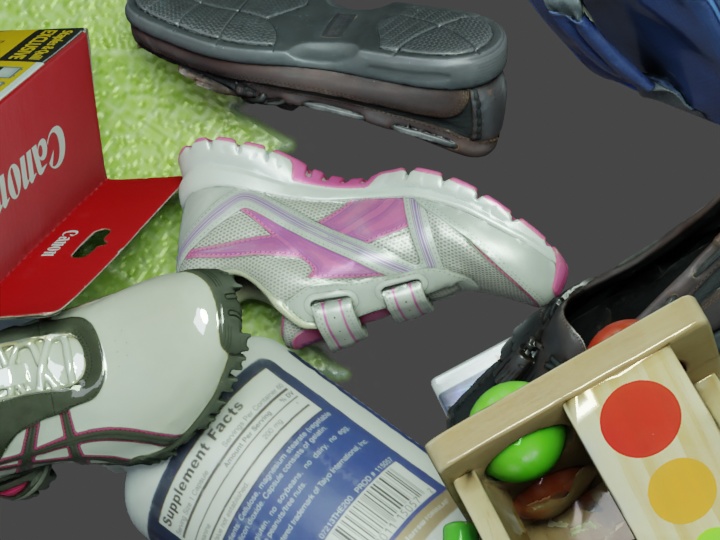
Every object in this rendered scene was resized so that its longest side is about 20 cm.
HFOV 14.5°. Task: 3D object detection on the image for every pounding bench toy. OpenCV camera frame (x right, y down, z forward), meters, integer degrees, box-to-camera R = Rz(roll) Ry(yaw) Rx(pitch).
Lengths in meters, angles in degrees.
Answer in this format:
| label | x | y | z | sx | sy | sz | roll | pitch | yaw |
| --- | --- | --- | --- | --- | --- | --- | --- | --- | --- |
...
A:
| label | x | y | z | sx | sy | sz | roll | pitch | yaw |
| --- | --- | --- | --- | --- | --- | --- | --- | --- | --- |
| pounding bench toy | 0.086 | 0.128 | 1.166 | 0.199 | 0.124 | 0.157 | -29 | 65 | 0 |

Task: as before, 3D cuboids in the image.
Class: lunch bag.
| label | x | y | z | sx | sy | sz | roll | pitch | yaw |
| --- | --- | --- | --- | --- | --- | --- | --- | --- | --- |
| lunch bag | 0.144 | -0.150 | 1.277 | 0.135 | 0.200 | 0.133 | 21 | 78 | 35 |

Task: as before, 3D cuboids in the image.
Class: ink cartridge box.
| label | x | y | z | sx | sy | sz | roll | pitch | yaw |
| --- | --- | --- | --- | --- | --- | --- | --- | --- | --- |
| ink cartridge box | -0.193 | -0.047 | 1.314 | 0.174 | 0.200 | 0.084 | -1 | 110 | 15 |

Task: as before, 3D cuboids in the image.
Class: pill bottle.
| label | x | y | z | sx | sy | sz | roll | pitch | yaw |
| --- | --- | --- | --- | --- | --- | --- | --- | --- | --- |
| pill bottle | -0.038 | 0.101 | 1.308 | 0.200 | 0.111 | 0.111 | 35 | 86 | 19 |

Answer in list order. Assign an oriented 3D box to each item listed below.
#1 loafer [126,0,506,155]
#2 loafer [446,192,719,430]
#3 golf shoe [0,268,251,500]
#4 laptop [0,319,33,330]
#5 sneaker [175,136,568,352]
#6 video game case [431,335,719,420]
| label | x | y | z | sx | sy | sz | roll | pitch | yaw |
| --- | --- | --- | --- | --- | --- | --- | --- | --- | --- |
| loafer | -0.023 | -0.095 | 1.354 | 0.199 | 0.072 | 0.063 | 11 | 125 | 25 |
| loafer | 0.116 | 0.020 | 1.282 | 0.199 | 0.063 | 0.072 | -32 | 39 | 18 |
| golf shoe | -0.138 | 0.055 | 1.256 | 0.199 | 0.088 | 0.078 | -27 | 67 | 28 |
| laptop | -0.273 | 0.053 | 1.363 | 0.186 | 0.116 | 0.201 | 21 | 83 | 14 |
| sneaker | 0.000 | 0.000 | 1.341 | 0.199 | 0.081 | 0.089 | 9 | 76 | 19 |
| video game case | 0.139 | 0.107 | 1.324 | 0.143 | 0.018 | 0.201 | -28 | 75 | 5 |
